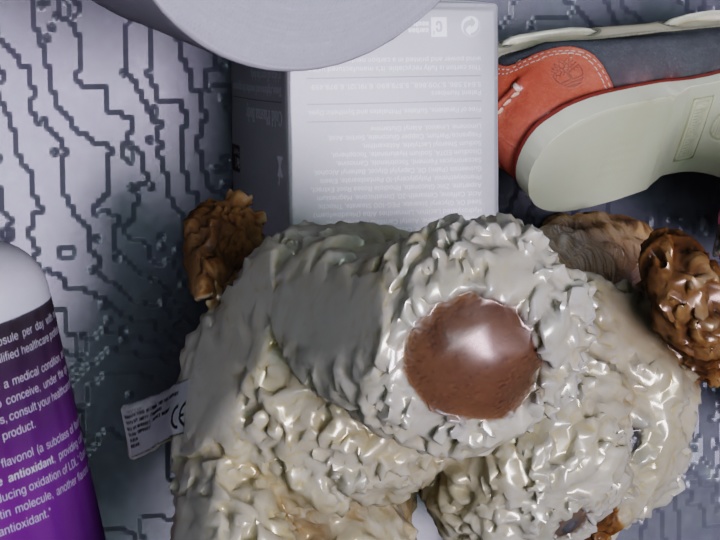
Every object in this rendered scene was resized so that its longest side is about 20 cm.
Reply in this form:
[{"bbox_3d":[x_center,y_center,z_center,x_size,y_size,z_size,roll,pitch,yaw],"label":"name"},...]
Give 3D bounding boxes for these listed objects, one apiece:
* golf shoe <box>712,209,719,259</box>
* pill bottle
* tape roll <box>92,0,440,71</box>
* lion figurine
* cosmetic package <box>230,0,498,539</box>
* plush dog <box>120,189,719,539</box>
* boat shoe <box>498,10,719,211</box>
[{"bbox_3d":[0.190,-0.034,0.818,0.072,0.200,0.093,10,92,27],"label":"golf shoe"},{"bbox_3d":[-0.153,0.065,0.741,0.112,0.112,0.202,-13,99,-15],"label":"pill bottle"},{"bbox_3d":[-0.025,-0.166,0.643,0.200,0.066,0.202,-24,125,-39],"label":"tape roll"},{"bbox_3d":[0.133,0.026,0.818,0.199,0.122,0.073,14,91,-18],"label":"lion figurine"},{"bbox_3d":[0.000,0.000,0.785,0.089,0.107,0.202,1,94,-15],"label":"cosmetic package"},{"bbox_3d":[0.032,0.048,0.691,0.171,0.161,0.201,15,120,-29],"label":"plush dog"},{"bbox_3d":[0.129,-0.071,0.837,0.199,0.063,0.072,-12,134,-30],"label":"boat shoe"}]
